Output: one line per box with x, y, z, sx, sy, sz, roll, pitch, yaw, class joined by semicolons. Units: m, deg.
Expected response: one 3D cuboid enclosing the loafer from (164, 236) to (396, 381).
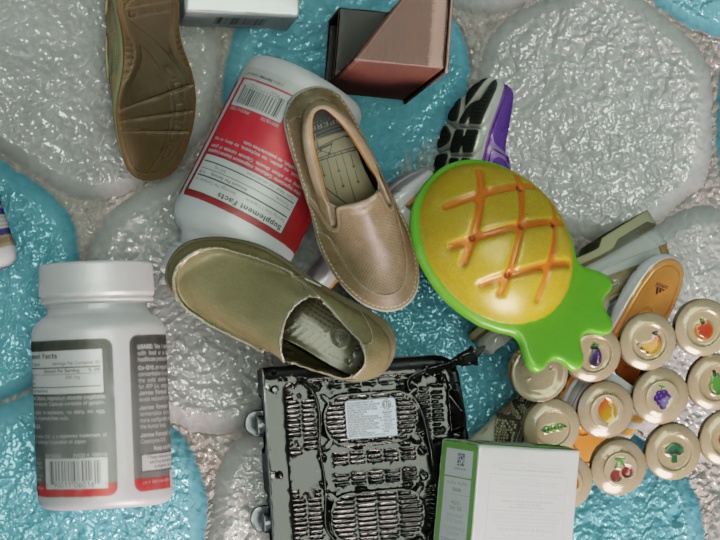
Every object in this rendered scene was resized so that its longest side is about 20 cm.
-0.065;0.031;1.576;0.199;0.067;0.076;21;98;2;loafer

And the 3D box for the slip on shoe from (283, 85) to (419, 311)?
-0.004;-0.054;1.603;0.076;0.061;0.201;-22;105;-9;slip on shoe

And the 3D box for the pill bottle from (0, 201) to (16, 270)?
-0.365;-0.084;1.612;0.115;0.116;0.201;-18;91;-11;pill bottle

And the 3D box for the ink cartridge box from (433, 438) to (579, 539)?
0.115;0.241;1.605;0.103;0.059;0.202;6;86;-32;ink cartridge box

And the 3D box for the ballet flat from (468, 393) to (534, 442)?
0.119;0.187;1.706;0.075;0.068;0.201;2;69;12;ballet flat

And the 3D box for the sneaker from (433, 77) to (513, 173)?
0.112;-0.069;1.732;0.083;0.081;0.202;4;96;-23;sneaker

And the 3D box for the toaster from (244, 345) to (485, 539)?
0.005;0.162;1.667;0.198;0.119;0.182;-4;89;-11;toaster

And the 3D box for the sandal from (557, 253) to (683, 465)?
0.234;0.086;1.711;0.079;0.059;0.208;15;104;-38;sandal

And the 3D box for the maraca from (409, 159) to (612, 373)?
0.126;-0.005;1.634;0.200;0.107;0.137;45;66;-3;maraca

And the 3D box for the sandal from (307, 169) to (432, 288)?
-0.002;0.000;1.693;0.059;0.079;0.207;43;87;-11;sandal

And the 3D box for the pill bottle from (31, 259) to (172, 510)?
-0.216;0.094;1.632;0.113;0.114;0.202;-2;87;-11;pill bottle

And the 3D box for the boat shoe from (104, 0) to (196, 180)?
-0.183;-0.179;1.678;0.071;0.064;0.201;-5;106;-19;boat shoe

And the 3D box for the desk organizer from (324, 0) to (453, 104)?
0.021;-0.191;1.647;0.076;0.200;0.072;5;87;-8;desk organizer

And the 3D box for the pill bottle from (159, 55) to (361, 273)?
-0.089;-0.071;1.664;0.112;0.112;0.201;28;83;-8;pill bottle

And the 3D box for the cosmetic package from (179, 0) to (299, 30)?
-0.104;-0.314;1.694;0.101;0.071;0.202;2;87;-10;cosmetic package

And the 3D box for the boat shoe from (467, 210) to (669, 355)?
0.190;0.025;1.731;0.199;0.075;0.069;-32;89;-10;boat shoe

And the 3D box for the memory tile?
0.233;0.114;1.677;0.199;0.017;0.154;-14;99;-6;memory tile
